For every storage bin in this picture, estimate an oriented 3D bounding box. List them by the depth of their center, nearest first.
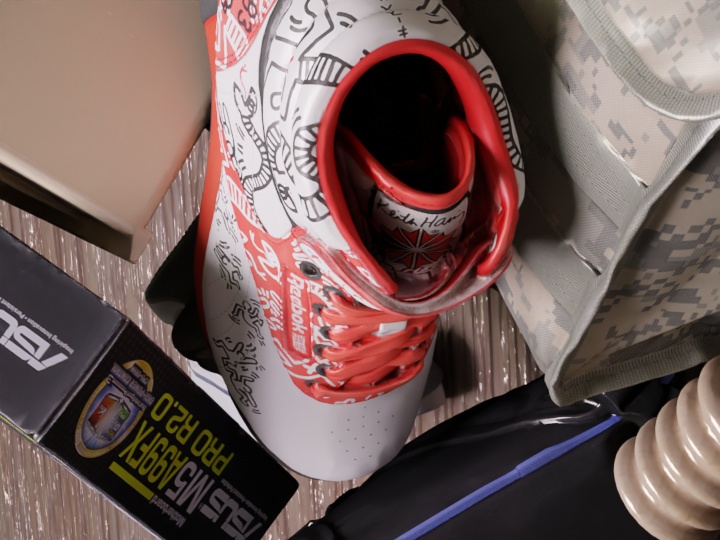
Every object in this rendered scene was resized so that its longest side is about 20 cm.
[{"bbox_3d":[-0.086,-0.123,0.815,0.200,0.094,0.198,-60,26,-4],"label":"storage bin"}]

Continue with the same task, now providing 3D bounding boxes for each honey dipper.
[{"bbox_3d":[0.134,0.005,0.670,0.200,0.038,0.038,-50,53,41],"label":"honey dipper"}]

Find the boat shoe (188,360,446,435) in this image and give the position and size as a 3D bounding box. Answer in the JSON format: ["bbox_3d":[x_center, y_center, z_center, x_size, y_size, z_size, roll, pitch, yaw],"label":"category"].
[{"bbox_3d":[-0.029,0.028,1.052,0.200,0.073,0.066,4,108,64],"label":"boat shoe"}]

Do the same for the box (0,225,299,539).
[{"bbox_3d":[-0.126,0.008,0.811,0.200,0.044,0.160,34,171,25],"label":"box"}]

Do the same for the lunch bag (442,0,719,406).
[{"bbox_3d":[0.086,-0.089,0.691,0.164,0.117,0.200,63,151,28],"label":"lunch bag"}]

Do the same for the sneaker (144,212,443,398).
[{"bbox_3d":[-0.024,0.012,0.896,0.071,0.080,0.200,-53,14,7],"label":"sneaker"}]

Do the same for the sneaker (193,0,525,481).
[{"bbox_3d":[-0.001,0.000,0.717,0.108,0.067,0.202,-125,26,-52],"label":"sneaker"}]

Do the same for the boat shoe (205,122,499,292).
[{"bbox_3d":[0.013,-0.032,0.821,0.200,0.068,0.072,32,132,33],"label":"boat shoe"}]

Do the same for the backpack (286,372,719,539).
[{"bbox_3d":[0.034,0.130,0.824,0.147,0.183,0.200,58,161,0],"label":"backpack"}]
